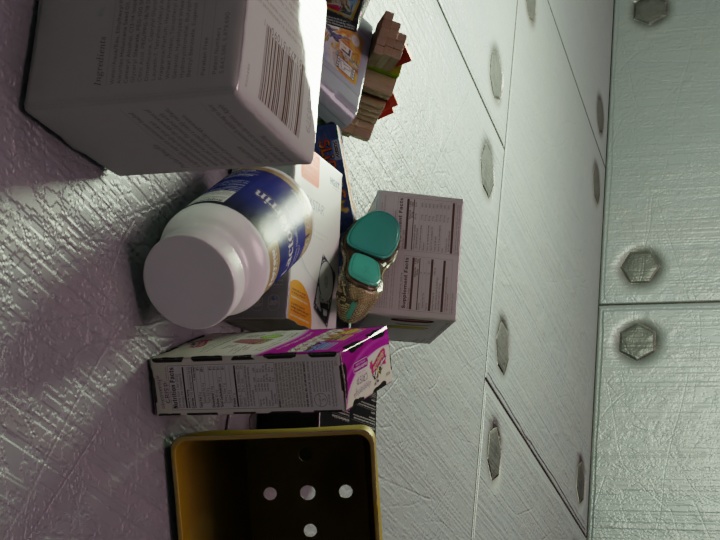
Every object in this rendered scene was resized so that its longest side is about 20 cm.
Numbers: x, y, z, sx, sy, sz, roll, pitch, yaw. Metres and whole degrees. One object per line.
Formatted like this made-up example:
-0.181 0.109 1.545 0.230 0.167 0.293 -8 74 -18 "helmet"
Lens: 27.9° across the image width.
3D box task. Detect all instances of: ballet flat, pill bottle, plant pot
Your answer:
0.000 0.000 1.672 0.200 0.068 0.075 -72 -173 -62 "ballet flat"
-0.129 -0.023 1.427 0.200 0.115 0.116 -49 134 -62 "pill bottle"
-0.067 0.247 1.483 0.176 0.199 0.200 -33 120 -80 "plant pot"

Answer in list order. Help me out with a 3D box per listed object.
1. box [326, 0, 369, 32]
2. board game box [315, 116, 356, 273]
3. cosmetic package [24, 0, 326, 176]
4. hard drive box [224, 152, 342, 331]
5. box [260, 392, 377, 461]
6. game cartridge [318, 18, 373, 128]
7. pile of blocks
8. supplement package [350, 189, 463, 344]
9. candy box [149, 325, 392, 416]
-0.033 -0.390 1.676 0.200 0.132 0.115 -71 176 -47 "box"
-0.030 -0.103 1.780 0.135 0.034 0.200 -96 176 -67 "board game box"
-0.154 -0.187 1.245 0.165 0.200 0.165 42 50 -64 "cosmetic package"
-0.084 -0.030 1.615 0.156 0.077 0.201 30 59 -68 "hard drive box"
-0.045 0.164 1.702 0.200 0.079 0.142 33 54 -67 "box"
-0.049 -0.269 1.706 0.133 0.041 0.200 43 35 -28 "game cartridge"
0.025 -0.236 1.813 0.200 0.062 0.082 120 -14 -49 "pile of blocks"
0.056 0.001 1.842 0.200 0.111 0.156 118 -23 -77 "supplement package"
-0.085 0.098 1.411 0.136 0.200 0.061 -22 108 -68 "candy box"
